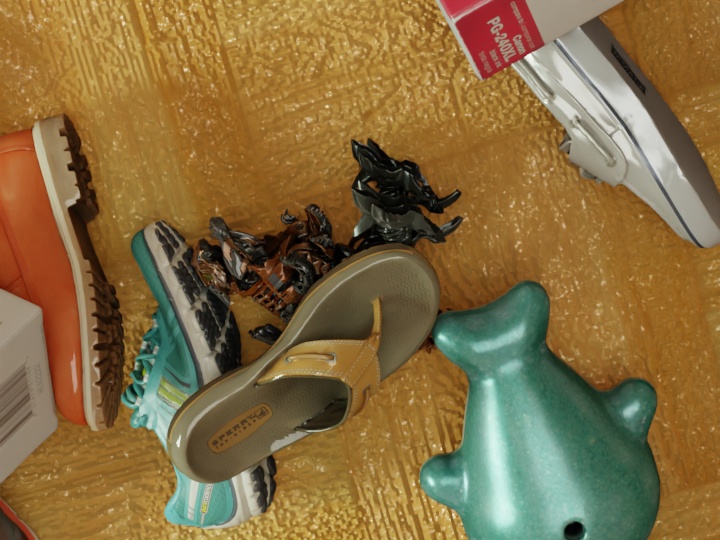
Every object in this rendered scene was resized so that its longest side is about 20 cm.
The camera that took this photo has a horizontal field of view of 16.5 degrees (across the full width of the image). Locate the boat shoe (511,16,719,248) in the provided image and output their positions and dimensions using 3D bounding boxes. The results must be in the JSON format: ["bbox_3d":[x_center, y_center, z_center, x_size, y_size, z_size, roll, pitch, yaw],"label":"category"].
[{"bbox_3d":[0.153,-0.088,1.540,0.066,0.072,0.200,-34,105,22],"label":"boat shoe"}]

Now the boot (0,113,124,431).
[{"bbox_3d":[-0.207,0.012,1.530,0.107,0.075,0.201,-16,73,2],"label":"boot"}]

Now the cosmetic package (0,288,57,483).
[{"bbox_3d":[-0.283,0.042,1.490,0.199,0.071,0.102,23,137,24],"label":"cosmetic package"}]

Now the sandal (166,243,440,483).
[{"bbox_3d":[-0.029,0.067,1.495,0.200,0.054,0.080,-38,121,3],"label":"sandal"}]

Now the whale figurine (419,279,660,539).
[{"bbox_3d":[0.112,0.110,1.536,0.158,0.104,0.201,-20,112,2],"label":"whale figurine"}]

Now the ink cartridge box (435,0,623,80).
[{"bbox_3d":[0.121,-0.230,1.478,0.199,0.083,0.146,-29,60,3],"label":"ink cartridge box"}]

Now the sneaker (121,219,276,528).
[{"bbox_3d":[-0.114,0.069,1.559,0.079,0.078,0.201,-13,98,11],"label":"sneaker"}]

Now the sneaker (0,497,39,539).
[{"bbox_3d":[-0.256,0.160,1.563,0.077,0.082,0.201,-23,98,3],"label":"sneaker"}]

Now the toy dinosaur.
[{"bbox_3d":[0.000,0.000,1.553,0.199,0.102,0.136,11,115,-30],"label":"toy dinosaur"}]
